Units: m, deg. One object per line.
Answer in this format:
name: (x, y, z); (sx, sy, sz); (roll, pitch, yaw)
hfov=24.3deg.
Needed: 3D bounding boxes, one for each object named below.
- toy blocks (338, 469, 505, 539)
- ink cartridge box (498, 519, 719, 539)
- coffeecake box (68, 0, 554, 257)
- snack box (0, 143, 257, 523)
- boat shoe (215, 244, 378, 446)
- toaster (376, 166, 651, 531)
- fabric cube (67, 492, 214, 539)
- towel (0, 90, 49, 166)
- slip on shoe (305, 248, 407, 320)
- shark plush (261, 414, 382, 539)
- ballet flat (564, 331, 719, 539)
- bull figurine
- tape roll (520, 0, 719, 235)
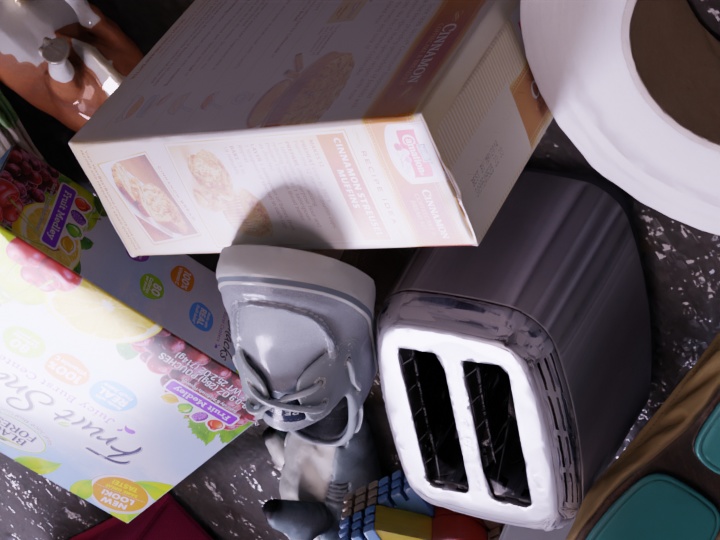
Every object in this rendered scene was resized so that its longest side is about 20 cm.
toy blocks: (0.039, 0.184, 1.025); (0.199, 0.100, 0.137); (-28, 112, 17)
ink cartridge box: (0.178, 0.210, 0.935); (0.145, 0.084, 0.200); (7, 152, 42)
coffeecake box: (-0.012, -0.083, 0.791); (0.199, 0.154, 0.073); (-1, 129, 35)
snack box: (-0.166, 0.044, 0.971); (0.200, 0.068, 0.168); (35, 130, -20)
boat shoe: (-0.026, 0.044, 0.816); (0.070, 0.072, 0.201); (5, 163, 11)
toaster: (0.080, 0.038, 0.863); (0.113, 0.129, 0.201); (10, 133, 25)
fabric cube: (-0.172, 0.320, 1.248); (0.200, 0.196, 0.200); (48, 138, -12)
towel: (-0.224, -0.081, 0.980); (0.152, 0.023, 0.200); (26, 155, 46)
slip on shoe: (0.000, 0.000, 0.898); (0.060, 0.076, 0.200); (13, 156, 1)
shark plush: (0.009, 0.169, 1.086); (0.083, 0.091, 0.201); (-28, 106, 13)
ballet flat: (0.163, 0.098, 0.842); (0.069, 0.063, 0.200); (39, 96, -17)
bull figurine: (-0.160, -0.122, 0.894); (0.199, 0.065, 0.122); (32, 164, 20)
tape roll: (0.172, -0.110, 0.708); (0.201, 0.071, 0.203); (19, 136, 19)
